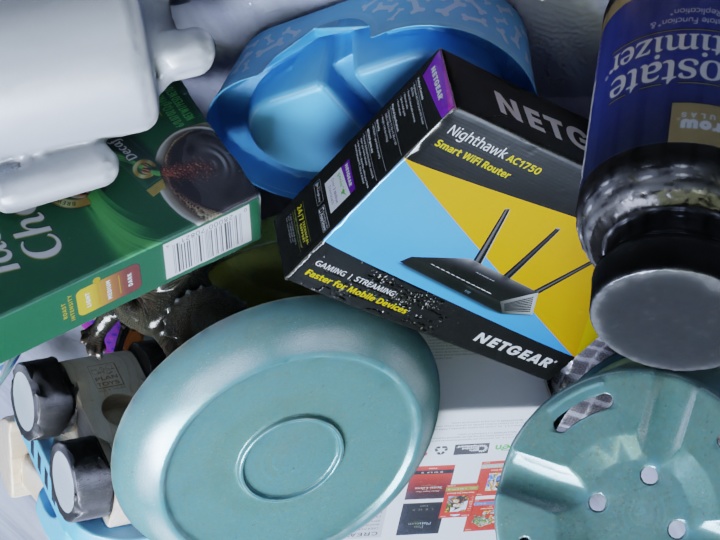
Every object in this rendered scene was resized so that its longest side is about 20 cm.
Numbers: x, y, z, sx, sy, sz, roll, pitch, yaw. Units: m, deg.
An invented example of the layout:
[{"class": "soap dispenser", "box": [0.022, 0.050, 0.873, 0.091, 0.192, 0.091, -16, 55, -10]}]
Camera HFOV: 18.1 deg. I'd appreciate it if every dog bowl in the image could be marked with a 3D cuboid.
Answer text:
[{"class": "dog bowl", "box": [0.008, -0.103, 1.262, 0.199, 0.050, 0.111, -15, 136, 32]}]

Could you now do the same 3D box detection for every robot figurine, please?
[{"class": "robot figurine", "box": [-0.179, -0.119, 1.207, 0.199, 0.171, 0.113, -11, 178, -5]}]

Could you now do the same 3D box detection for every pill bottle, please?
[{"class": "pill bottle", "box": [0.169, -0.054, 1.156, 0.111, 0.201, 0.112, 7, 144, 5]}]

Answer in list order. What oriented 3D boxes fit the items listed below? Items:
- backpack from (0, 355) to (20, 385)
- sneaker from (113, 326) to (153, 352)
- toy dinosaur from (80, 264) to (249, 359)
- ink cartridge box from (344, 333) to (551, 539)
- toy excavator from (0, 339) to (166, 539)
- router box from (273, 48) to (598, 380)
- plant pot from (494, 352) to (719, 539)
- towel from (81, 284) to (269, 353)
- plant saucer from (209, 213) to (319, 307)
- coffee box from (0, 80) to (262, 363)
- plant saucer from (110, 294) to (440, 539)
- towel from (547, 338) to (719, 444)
[{"class": "backpack", "box": [-0.271, 0.008, 1.378, 0.150, 0.178, 0.200, 32, 143, -16]}, {"class": "sneaker", "box": [-0.132, 0.102, 1.520, 0.092, 0.076, 0.200, 13, 146, -11]}, {"class": "toy dinosaur", "box": [-0.125, -0.011, 1.321, 0.102, 0.201, 0.077, -21, 177, 28]}, {"class": "ink cartridge box", "box": [0.003, 0.116, 1.420, 0.199, 0.084, 0.176, -2, 137, -12]}, {"class": "toy excavator", "box": [-0.174, 0.122, 1.406, 0.099, 0.195, 0.201, -9, 139, -28]}, {"class": "router box", "box": [0.075, -0.025, 1.247, 0.199, 0.051, 0.149, 21, 129, -34]}, {"class": "plant pot", "box": [0.164, 0.129, 1.218, 0.199, 0.201, 0.196, -2, 175, 18]}, {"class": "towel", "box": [-0.120, 0.023, 1.488, 0.143, 0.023, 0.200, -6, 141, 21]}, {"class": "plant saucer", "box": [0.000, 0.000, 1.379, 0.199, 0.031, 0.200, 0, 161, 0]}, {"class": "coffee box", "box": [-0.167, -0.030, 1.242, 0.199, 0.123, 0.044, -25, 149, -18]}, {"class": "plant saucer", "box": [-0.043, 0.101, 1.290, 0.199, 0.027, 0.201, -14, 131, -16]}, {"class": "towel", "box": [0.217, 0.050, 1.381, 0.199, 0.086, 0.166, 19, 142, -10]}]
